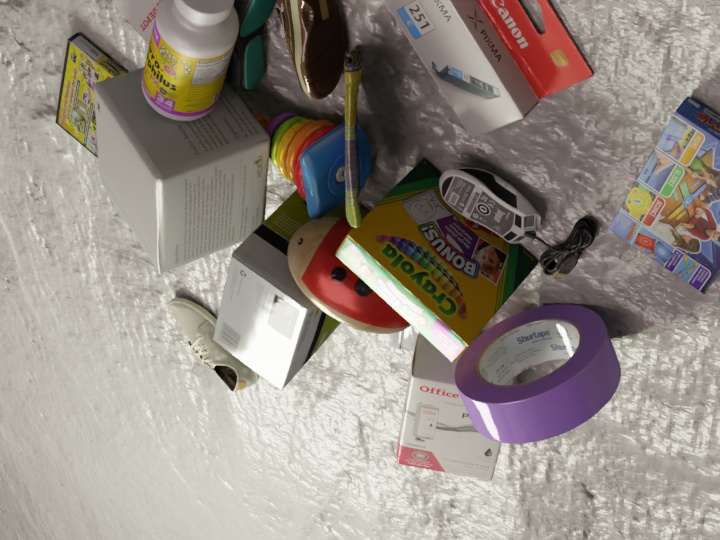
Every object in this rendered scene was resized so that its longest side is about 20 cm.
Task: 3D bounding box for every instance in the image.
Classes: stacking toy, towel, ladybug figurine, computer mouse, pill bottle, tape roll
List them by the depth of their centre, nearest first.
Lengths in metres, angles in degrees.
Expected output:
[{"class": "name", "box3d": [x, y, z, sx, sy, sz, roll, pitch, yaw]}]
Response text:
[{"class": "towel", "box3d": [-0.008, -0.164, 1.646, 0.022, 0.144, 0.202, -1, 105, -1]}, {"class": "computer mouse", "box3d": [0.189, -0.072, 1.656, 0.199, 0.044, 0.110, 34, 147, 6]}, {"class": "tape roll", "box3d": [0.219, 0.126, 1.678, 0.199, 0.200, 0.066, 0, 124, 44]}, {"class": "pill bottle", "box3d": [-0.210, -0.283, 1.681, 0.104, 0.104, 0.200, 39, 146, 8]}, {"class": "ladybug figurine", "box3d": [0.000, 0.000, 1.723, 0.199, 0.136, 0.072, 31, 150, 3]}, {"class": "stacking toy", "box3d": [-0.088, -0.166, 1.797, 0.199, 0.109, 0.117, 31, 144, 37]}]

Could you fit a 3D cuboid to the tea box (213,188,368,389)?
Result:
[{"class": "tea box", "box3d": [-0.086, 0.016, 1.871, 0.133, 0.197, 0.201, 35, 142, 12]}]

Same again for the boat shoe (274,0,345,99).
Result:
[{"class": "boat shoe", "box3d": [-0.067, -0.312, 1.661, 0.075, 0.074, 0.204, 32, 137, 39]}]

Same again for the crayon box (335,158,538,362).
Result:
[{"class": "crayon box", "box3d": [0.096, -0.015, 1.686, 0.200, 0.173, 0.058, 42, 143, 4]}]

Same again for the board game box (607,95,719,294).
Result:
[{"class": "board game box", "box3d": [0.368, -0.078, 1.479, 0.135, 0.034, 0.201, 36, 142, 12]}]

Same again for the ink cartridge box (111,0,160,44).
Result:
[{"class": "ink cartridge box", "box3d": [-0.286, -0.416, 1.749, 0.200, 0.084, 0.146, 50, 143, -6]}]

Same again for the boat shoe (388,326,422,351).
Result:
[{"class": "boat shoe", "box3d": [0.083, 0.033, 1.843, 0.065, 0.074, 0.201, 16, 139, 8]}]

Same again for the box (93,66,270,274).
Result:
[{"class": "box", "box3d": [-0.243, -0.148, 1.836, 0.200, 0.170, 0.201, 53, 151, 30]}]

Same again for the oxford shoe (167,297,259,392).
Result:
[{"class": "oxford shoe", "box3d": [-0.252, 0.125, 2.253, 0.200, 0.058, 0.075, 45, 146, 3]}]

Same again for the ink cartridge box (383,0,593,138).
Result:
[{"class": "ink cartridge box", "box3d": [0.140, -0.263, 1.519, 0.175, 0.045, 0.201, -18, 111, 52]}]

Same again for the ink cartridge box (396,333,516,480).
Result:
[{"class": "ink cartridge box", "box3d": [0.132, 0.191, 1.883, 0.145, 0.083, 0.201, 10, 136, 4]}]

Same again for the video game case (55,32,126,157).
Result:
[{"class": "video game case", "box3d": [-0.384, -0.238, 2.063, 0.180, 0.026, 0.201, 39, 144, 8]}]

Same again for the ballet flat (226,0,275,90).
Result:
[{"class": "ballet flat", "box3d": [-0.153, -0.316, 1.732, 0.073, 0.073, 0.201, 34, 144, 14]}]
